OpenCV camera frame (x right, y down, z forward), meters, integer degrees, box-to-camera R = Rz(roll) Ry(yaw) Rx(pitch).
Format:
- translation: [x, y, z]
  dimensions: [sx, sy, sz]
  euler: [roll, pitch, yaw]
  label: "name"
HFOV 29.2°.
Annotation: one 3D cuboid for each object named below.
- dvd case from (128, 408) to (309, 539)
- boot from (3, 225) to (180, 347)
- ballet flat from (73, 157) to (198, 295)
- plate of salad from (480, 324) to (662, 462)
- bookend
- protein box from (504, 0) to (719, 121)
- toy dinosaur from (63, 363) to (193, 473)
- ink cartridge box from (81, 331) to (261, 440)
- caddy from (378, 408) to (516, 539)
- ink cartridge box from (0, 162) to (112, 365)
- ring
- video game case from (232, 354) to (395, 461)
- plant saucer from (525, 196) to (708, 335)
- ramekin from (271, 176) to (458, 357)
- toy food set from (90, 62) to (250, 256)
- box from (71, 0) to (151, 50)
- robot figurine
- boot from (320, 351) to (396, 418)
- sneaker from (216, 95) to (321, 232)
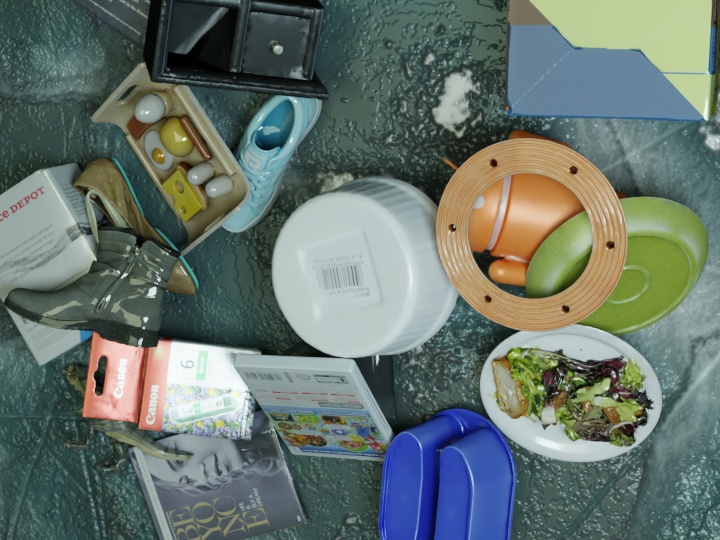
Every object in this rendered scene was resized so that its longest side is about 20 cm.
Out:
- translation: [-0.177, 0.264, 1.708]
  dimensions: [0.199, 0.016, 0.149]
  euler: [-17, 94, 19]
  label: "dvd case"
- translation: [-0.308, 0.008, 1.604]
  dimensions: [0.199, 0.068, 0.131]
  euler: [12, 91, 13]
  label: "boot"
- translation: [-0.275, -0.040, 1.644]
  dimensions: [0.200, 0.072, 0.068]
  euler: [57, 153, 0]
  label: "ballet flat"
- translation: [0.228, 0.143, 1.518]
  dimensions: [0.199, 0.048, 0.201]
  euler: [8, 127, 10]
  label: "plate of salad"
- translation: [-0.122, -0.300, 1.496]
  dimensions: [0.199, 0.092, 0.199]
  euler: [5, 114, -18]
  label: "bookend"
- translation: [0.261, -0.224, 1.401]
  dimensions: [0.198, 0.200, 0.135]
  euler: [4, 100, 16]
  label: "protein box"
- translation: [-0.309, 0.200, 1.712]
  dimensions: [0.200, 0.047, 0.088]
  euler: [38, 96, 11]
  label: "toy dinosaur"
- translation: [-0.223, 0.135, 1.635]
  dimensions: [0.199, 0.050, 0.109]
  euler: [7, 90, -10]
  label: "ink cartridge box"
- translation: [0.104, 0.259, 1.579]
  dimensions: [0.141, 0.105, 0.201]
  euler: [13, 104, 37]
  label: "caddy"
- translation: [-0.368, -0.010, 1.685]
  dimensions: [0.145, 0.084, 0.200]
  euler: [-29, 91, 19]
  label: "ink cartridge box"
- translation: [0.173, -0.036, 1.403]
  dimensions: [0.200, 0.019, 0.201]
  euler: [6, 106, 20]
  label: "ring"
- translation: [-0.045, 0.158, 1.573]
  dimensions: [0.143, 0.018, 0.200]
  euler: [1, 144, 22]
  label: "video game case"
- translation: [0.274, 0.007, 1.455]
  dimensions: [0.199, 0.031, 0.200]
  euler: [-7, 136, -6]
  label: "plant saucer"
- translation: [0.000, 0.000, 1.505]
  dimensions: [0.200, 0.098, 0.201]
  euler: [4, 98, 27]
  label: "ramekin"
- translation: [-0.224, -0.127, 1.604]
  dimensions: [0.143, 0.060, 0.200]
  euler: [-34, 88, 48]
  label: "toy food set"
- translation: [-0.235, -0.370, 1.577]
  dimensions: [0.148, 0.104, 0.200]
  euler: [35, 106, 8]
  label: "box"
- translation: [0.181, -0.064, 1.480]
  dimensions: [0.199, 0.117, 0.144]
  euler: [11, 113, -3]
  label: "robot figurine"
- translation: [0.029, 0.073, 1.585]
  dimensions: [0.164, 0.066, 0.201]
  euler: [5, 95, 28]
  label: "boot"
- translation: [-0.119, -0.130, 1.593]
  dimensions: [0.074, 0.082, 0.200]
  euler: [31, 106, 11]
  label: "sneaker"
